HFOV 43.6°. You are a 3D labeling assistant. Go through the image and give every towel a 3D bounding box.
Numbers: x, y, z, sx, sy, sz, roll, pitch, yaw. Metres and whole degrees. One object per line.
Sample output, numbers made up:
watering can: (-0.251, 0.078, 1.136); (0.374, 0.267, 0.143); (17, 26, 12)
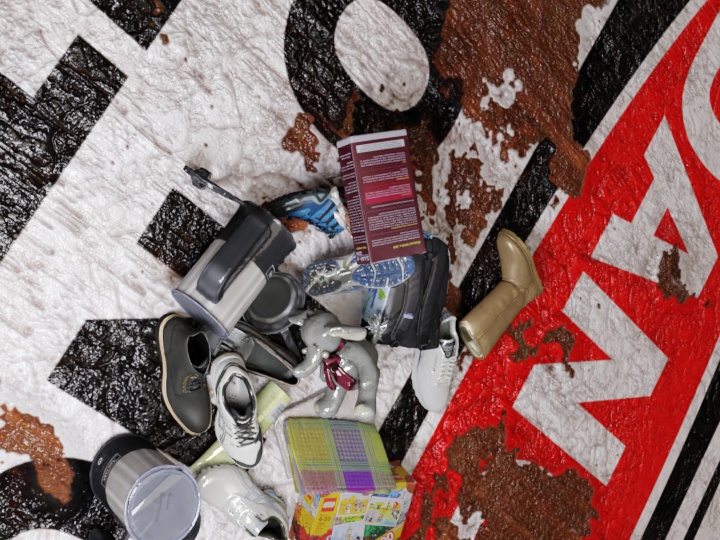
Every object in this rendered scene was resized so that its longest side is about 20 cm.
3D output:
towel: (-0.062, 0.280, 1.612); (0.197, 0.034, 0.136); (-24, 108, -28)
towel: (-0.039, 0.320, 1.551); (0.196, 0.023, 0.146); (8, 47, -33)

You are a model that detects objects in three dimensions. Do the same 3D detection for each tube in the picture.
tube: (-0.199, 0.277, 1.522); (0.058, 0.052, 0.201); (37, 80, 12)

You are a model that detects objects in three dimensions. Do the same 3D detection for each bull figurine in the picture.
bull figurine: (0.021, -0.145, 1.535); (0.120, 0.064, 0.204); (32, 69, -35)

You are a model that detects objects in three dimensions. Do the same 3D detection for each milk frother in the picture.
milk frother: (-0.235, -0.037, 1.416); (0.189, 0.198, 0.182); (-53, 160, -19)
milk frother: (-0.300, 0.366, 1.375); (0.197, 0.187, 0.185); (14, 89, -32)

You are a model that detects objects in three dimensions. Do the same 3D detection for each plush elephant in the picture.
plush elephant: (-0.046, 0.139, 1.498); (0.153, 0.164, 0.204); (26, 78, -30)

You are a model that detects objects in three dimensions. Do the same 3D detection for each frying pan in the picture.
frying pan: (-0.127, 0.074, 1.543); (0.115, 0.031, 0.190); (-45, 126, 0)

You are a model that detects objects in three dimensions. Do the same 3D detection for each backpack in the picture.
backpack: (0.085, 0.022, 1.625); (0.160, 0.154, 0.204); (5, 114, -27)

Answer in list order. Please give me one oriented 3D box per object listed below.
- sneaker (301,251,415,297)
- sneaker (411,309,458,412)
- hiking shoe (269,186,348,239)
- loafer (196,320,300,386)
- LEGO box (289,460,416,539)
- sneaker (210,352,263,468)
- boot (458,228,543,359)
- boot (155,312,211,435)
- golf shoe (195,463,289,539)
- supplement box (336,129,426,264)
sneaker: (0.000, 0.000, 1.554); (0.195, 0.085, 0.079); (-8, 84, 10)
sneaker: (0.148, 0.174, 1.704); (0.075, 0.080, 0.205); (-8, 101, -32)
hiking shoe: (-0.062, -0.097, 1.546); (0.196, 0.074, 0.089); (-8, 96, -31)
loafer: (-0.180, 0.137, 1.498); (0.198, 0.063, 0.073); (28, 97, -29)
LEGO box: (-0.015, 0.427, 1.612); (0.196, 0.077, 0.152); (6, 107, -32)
sneaker: (-0.197, 0.238, 1.444); (0.074, 0.088, 0.205); (-17, 110, -15)
boot: (0.265, 0.046, 1.772); (0.199, 0.066, 0.177); (-42, 114, -20)
boot: (-0.263, 0.176, 1.415); (0.076, 0.137, 0.204); (-23, 108, -26)
golf shoe: (-0.189, 0.390, 1.493); (0.198, 0.097, 0.079); (34, 100, -33)
supplement box: (0.034, -0.119, 1.463); (0.107, 0.061, 0.205); (-10, 92, -25)
